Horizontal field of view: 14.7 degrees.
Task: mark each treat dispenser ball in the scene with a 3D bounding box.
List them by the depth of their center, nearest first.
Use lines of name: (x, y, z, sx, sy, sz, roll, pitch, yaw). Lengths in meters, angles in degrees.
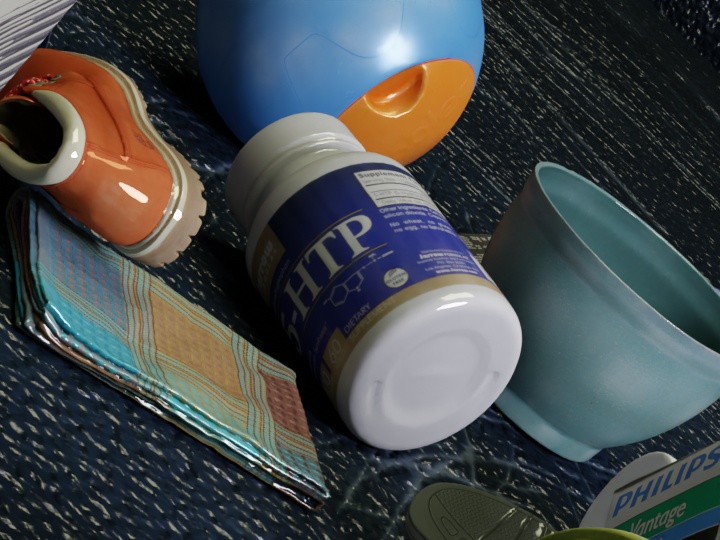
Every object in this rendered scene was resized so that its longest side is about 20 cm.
treat dispenser ball: (-0.014, -0.162, 1.920, 0.201, 0.201, 0.201, 37, 16, -13)

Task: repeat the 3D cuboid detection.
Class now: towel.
towel: (-0.104, 0.040, 1.494, 0.200, 0.022, 0.147, 34, 18, -25)

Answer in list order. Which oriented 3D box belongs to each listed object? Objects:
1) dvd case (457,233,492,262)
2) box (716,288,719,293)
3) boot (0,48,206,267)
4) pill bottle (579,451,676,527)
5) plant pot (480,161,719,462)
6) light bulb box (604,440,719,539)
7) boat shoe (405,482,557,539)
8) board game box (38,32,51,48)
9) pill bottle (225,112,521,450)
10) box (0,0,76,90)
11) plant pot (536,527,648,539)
dvd case: (0.138, 0.047, 2.054, 0.200, 0.022, 0.146, 45, 16, 16)
box: (0.264, 0.040, 2.322, 0.200, 0.048, 0.122, 24, 23, -47)
boot: (-0.169, -0.083, 1.534, 0.107, 0.075, 0.200, 29, 8, -39)
pill bottle: (0.230, 0.202, 1.679, 0.200, 0.113, 0.113, 36, 16, -16)
plant pot: (0.152, 0.043, 1.885, 0.200, 0.134, 0.200, 37, 16, -12)
light bulb box: (0.215, 0.220, 1.420, 0.198, 0.125, 0.201, 36, 50, -20)
boat shoe: (0.101, 0.195, 1.505, 0.202, 0.065, 0.074, 37, 39, 3)
board game box: (-0.226, -0.213, 1.667, 0.158, 0.039, 0.200, 46, -16, 1)
pill bottle: (0.000, 0.000, 1.667, 0.119, 0.120, 0.200, 24, 22, -46)
box: (-0.207, -0.131, 1.374, 0.082, 0.200, 0.068, 23, 25, -48)
plant pot: (0.024, 0.193, 1.117, 0.184, 0.201, 0.201, 13, 30, -38)
